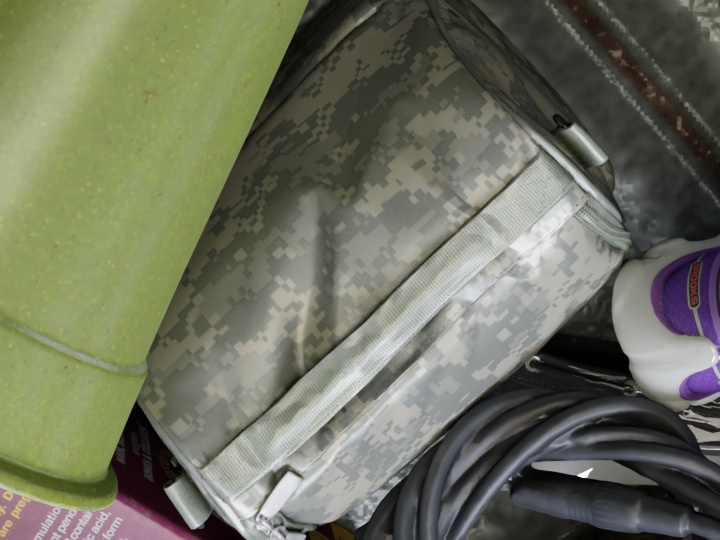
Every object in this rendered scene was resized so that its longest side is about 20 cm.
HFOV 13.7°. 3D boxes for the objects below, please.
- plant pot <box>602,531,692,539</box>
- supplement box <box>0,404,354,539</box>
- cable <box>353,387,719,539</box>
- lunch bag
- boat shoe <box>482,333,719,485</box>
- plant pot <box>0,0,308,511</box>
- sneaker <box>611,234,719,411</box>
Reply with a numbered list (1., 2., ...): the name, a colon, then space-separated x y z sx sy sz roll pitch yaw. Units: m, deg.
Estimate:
1. plant pot: 0.113 0.160 1.171 0.201 0.201 0.093 -36 96 5
2. supplement box: -0.100 0.117 1.169 0.200 0.131 0.103 31 101 -14
3. cable: 0.086 0.143 1.084 0.163 0.051 0.200 -37 69 -1
4. lunch bag: 0.000 0.000 1.126 0.200 0.168 0.139 -43 105 7
5. boat shoe: 0.146 0.047 1.210 0.200 0.070 0.066 2 107 2
6. plant pot: -0.117 -0.052 1.020 0.200 0.200 0.190 33 95 -13
7. sneaker: 0.182 0.001 1.147 0.083 0.200 0.081 -8 108 43
